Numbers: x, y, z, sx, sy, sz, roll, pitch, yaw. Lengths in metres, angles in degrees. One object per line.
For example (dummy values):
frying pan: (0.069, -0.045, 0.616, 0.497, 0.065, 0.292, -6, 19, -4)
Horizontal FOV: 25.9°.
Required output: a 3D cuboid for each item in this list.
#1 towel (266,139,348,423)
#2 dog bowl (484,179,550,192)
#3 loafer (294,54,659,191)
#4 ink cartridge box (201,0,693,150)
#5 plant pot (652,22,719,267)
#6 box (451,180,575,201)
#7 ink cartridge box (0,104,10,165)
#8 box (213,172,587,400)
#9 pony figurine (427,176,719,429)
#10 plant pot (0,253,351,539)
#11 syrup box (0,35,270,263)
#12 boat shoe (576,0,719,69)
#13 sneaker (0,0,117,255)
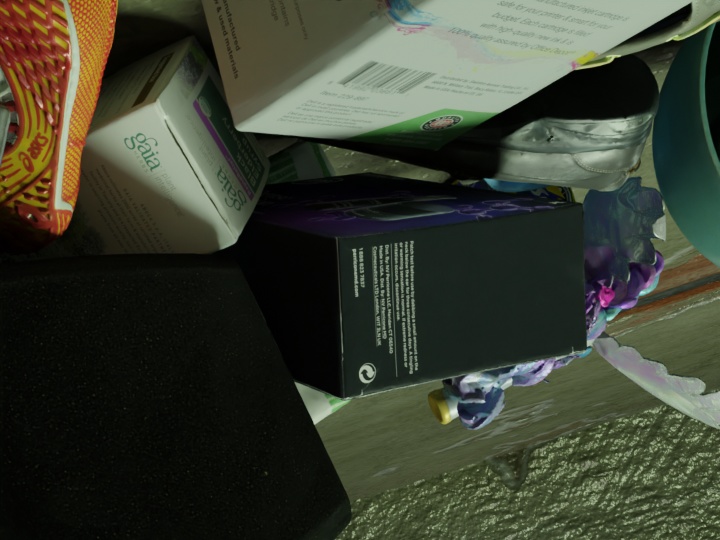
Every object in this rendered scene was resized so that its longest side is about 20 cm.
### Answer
towel: (-0.068, 0.027, 0.884, 0.199, 0.154, 0.023, -32, -174, -31)
dog bowl: (0.105, -0.096, 0.925, 0.110, 0.050, 0.200, -19, 166, 11)
loafer: (0.052, -0.072, 0.809, 0.197, 0.073, 0.073, 6, 138, 7)
ink cartridge box: (0.050, -0.132, 0.656, 0.199, 0.088, 0.144, -26, 163, 38)
plant pot: (0.256, -0.077, 0.889, 0.198, 0.203, 0.161, -13, 174, -12)
box: (0.076, -0.017, 1.143, 0.064, 0.071, 0.200, -9, 164, -34)
ink cartridge box: (-0.257, -0.036, 0.629, 0.198, 0.041, 0.200, 15, 155, -17)
box: (0.000, 0.000, 0.793, 0.140, 0.080, 0.199, -6, -170, -31)
pony figurine: (0.129, 0.027, 0.980, 0.198, 0.168, 0.193, -23, -163, -12)
plant pot: (-0.124, 0.099, 0.719, 0.176, 0.202, 0.199, -22, 170, -29)
syrup box: (-0.150, -0.031, 0.772, 0.198, 0.079, 0.082, -22, -155, 20)
boat shoe: (0.150, -0.143, 0.713, 0.201, 0.073, 0.060, -21, -169, 44)
sneaker: (-0.134, -0.073, 0.653, 0.073, 0.078, 0.200, 31, 143, -5)
